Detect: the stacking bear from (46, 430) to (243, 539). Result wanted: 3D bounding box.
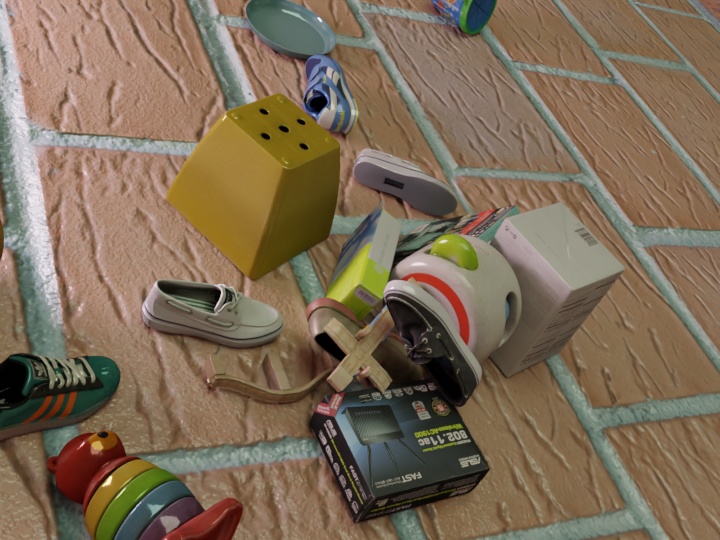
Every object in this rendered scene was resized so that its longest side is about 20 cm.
[{"bbox_3d":[-0.239,0.242,0.927,0.198,0.115,0.121,34,28,23],"label":"stacking bear"}]

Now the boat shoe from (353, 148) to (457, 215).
[{"bbox_3d":[0.085,-0.166,1.586,0.197,0.074,0.066,25,43,-7],"label":"boat shoe"}]

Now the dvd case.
[{"bbox_3d":[0.140,-0.056,1.429,0.146,0.197,0.022,-36,111,-49],"label":"dvd case"}]

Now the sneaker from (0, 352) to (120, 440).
[{"bbox_3d":[-0.354,0.130,0.996,0.198,0.081,0.072,-17,57,-42],"label":"sneaker"}]

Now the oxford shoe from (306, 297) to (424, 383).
[{"bbox_3d":[0.007,0.117,1.220,0.198,0.071,0.075,29,29,-20],"label":"oxford shoe"}]

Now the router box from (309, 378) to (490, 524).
[{"bbox_3d":[0.051,0.227,1.153,0.197,0.063,0.151,-5,50,-35],"label":"router box"}]

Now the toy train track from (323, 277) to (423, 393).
[{"bbox_3d":[0.026,0.079,1.173,0.115,0.032,0.200,46,56,-7],"label":"toy train track"}]

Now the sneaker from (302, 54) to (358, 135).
[{"bbox_3d":[-0.072,-0.340,1.678,0.081,0.075,0.202,-2,47,-29],"label":"sneaker"}]

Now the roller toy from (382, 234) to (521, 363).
[{"bbox_3d":[0.135,0.048,1.304,0.139,0.199,0.185,-29,88,-46],"label":"roller toy"}]

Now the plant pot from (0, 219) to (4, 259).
[{"bbox_3d":[-0.520,-0.036,1.016,0.187,0.188,0.198,47,30,22],"label":"plant pot"}]

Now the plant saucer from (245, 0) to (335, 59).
[{"bbox_3d":[-0.146,-0.495,1.834,0.197,0.028,0.202,16,41,-14],"label":"plant saucer"}]

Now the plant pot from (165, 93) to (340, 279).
[{"bbox_3d":[-0.143,-0.145,1.343,0.199,0.178,0.199,41,41,15],"label":"plant pot"}]

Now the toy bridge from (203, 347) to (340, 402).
[{"bbox_3d":[-0.111,0.141,1.175,0.197,0.027,0.068,0,48,-33],"label":"toy bridge"}]

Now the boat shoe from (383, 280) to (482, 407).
[{"bbox_3d":[0.089,0.101,1.164,0.201,0.069,0.067,54,47,-28],"label":"boat shoe"}]

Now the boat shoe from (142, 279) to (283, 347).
[{"bbox_3d":[-0.188,0.054,1.190,0.196,0.067,0.074,5,45,-27],"label":"boat shoe"}]

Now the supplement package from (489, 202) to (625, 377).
[{"bbox_3d":[0.272,0.029,1.390,0.149,0.202,0.152,-16,56,-41],"label":"supplement package"}]

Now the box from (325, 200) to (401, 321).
[{"bbox_3d":[0.000,0.000,1.317,0.047,0.122,0.202,34,38,-13],"label":"box"}]

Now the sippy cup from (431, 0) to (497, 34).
[{"bbox_3d":[0.249,-0.670,2.188,0.130,0.179,0.140,35,66,26],"label":"sippy cup"}]
